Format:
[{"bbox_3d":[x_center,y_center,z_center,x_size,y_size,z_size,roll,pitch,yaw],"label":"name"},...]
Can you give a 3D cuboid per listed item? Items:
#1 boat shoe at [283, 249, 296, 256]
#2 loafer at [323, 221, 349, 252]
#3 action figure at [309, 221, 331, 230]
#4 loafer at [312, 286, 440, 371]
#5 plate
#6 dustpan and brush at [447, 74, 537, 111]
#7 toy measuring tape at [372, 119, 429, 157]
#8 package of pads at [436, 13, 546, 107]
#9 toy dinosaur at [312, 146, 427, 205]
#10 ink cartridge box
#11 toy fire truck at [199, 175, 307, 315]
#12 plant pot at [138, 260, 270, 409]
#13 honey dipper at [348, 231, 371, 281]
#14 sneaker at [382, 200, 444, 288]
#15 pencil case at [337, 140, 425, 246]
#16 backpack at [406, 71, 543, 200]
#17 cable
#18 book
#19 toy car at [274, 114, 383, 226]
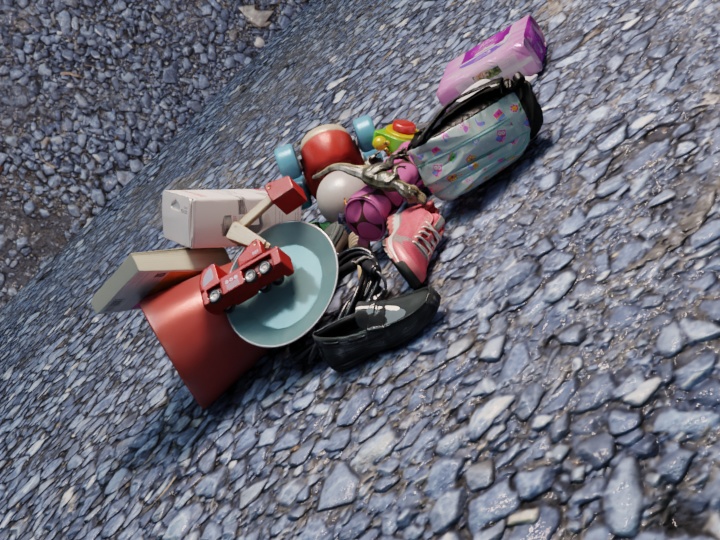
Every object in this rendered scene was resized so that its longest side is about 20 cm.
[{"bbox_3d":[-0.125,-0.007,1.727,0.072,0.064,0.200,-5,2,-29],"label":"boat shoe"},{"bbox_3d":[-0.060,0.008,1.732,0.071,0.063,0.202,-24,31,47],"label":"loafer"},{"bbox_3d":[-0.125,-0.031,1.886,0.199,0.055,0.119,-36,-23,-23],"label":"action figure"},{"bbox_3d":[0.020,0.072,1.457,0.199,0.071,0.069,-29,25,28],"label":"loafer"},{"bbox_3d":[-0.115,0.022,1.601,0.197,0.026,0.204,-12,63,25],"label":"plate"},{"bbox_3d":[0.220,-0.285,1.796,0.200,0.057,0.140,-44,-12,-23],"label":"dustpan and brush"},{"bbox_3d":[0.097,-0.230,1.868,0.073,0.075,0.198,-17,0,44],"label":"toy measuring tape"},{"bbox_3d":[0.234,-0.363,1.911,0.198,0.076,0.121,-27,27,32],"label":"package of pads"},{"bbox_3d":[0.026,-0.155,1.666,0.197,0.048,0.088,16,47,29],"label":"toy dinosaur"},{"bbox_3d":[-0.215,-0.088,1.776,0.197,0.087,0.145,-1,9,-30],"label":"ink cartridge box"},{"bbox_3d":[-0.163,-0.036,1.608,0.198,0.049,0.143,-29,57,14],"label":"toy fire truck"},{"bbox_3d":[-0.228,0.089,1.704,0.176,0.202,0.200,-32,20,-9],"label":"plant pot"},{"bbox_3d":[0.000,0.000,1.680,0.038,0.038,0.201,-33,26,18],"label":"honey dipper"},{"bbox_3d":[0.085,-0.050,1.577,0.086,0.074,0.201,-33,23,16],"label":"sneaker"},{"bbox_3d":[0.049,-0.127,1.741,0.089,0.095,0.200,17,41,26],"label":"pencil case"},{"bbox_3d":[0.172,-0.199,1.627,0.198,0.128,0.167,-32,0,-9],"label":"backpack"},{"bbox_3d":[-0.049,0.051,1.591,0.201,0.051,0.163,-49,38,6],"label":"cable"},{"bbox_3d":[-0.319,0.018,1.726,0.133,0.049,0.198,-41,-20,33],"label":"book"},{"bbox_3d":[-0.033,-0.134,1.874,0.181,0.178,0.202,-19,56,0],"label":"toy car"}]
